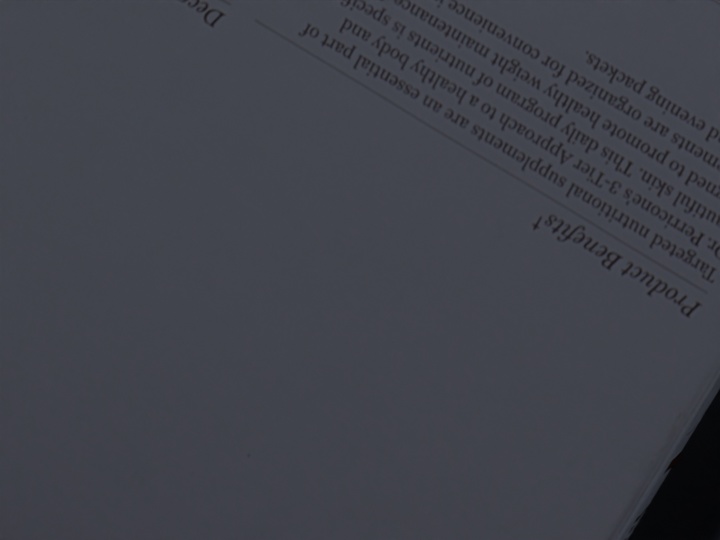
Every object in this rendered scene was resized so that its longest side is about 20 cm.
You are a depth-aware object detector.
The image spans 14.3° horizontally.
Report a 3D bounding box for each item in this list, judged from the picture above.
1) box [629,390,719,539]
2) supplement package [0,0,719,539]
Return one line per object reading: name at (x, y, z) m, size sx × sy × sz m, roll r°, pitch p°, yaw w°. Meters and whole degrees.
box at (0.008, 0.010, 0.672) m, size 0.199 × 0.123 × 0.106 m, roll 32°, pitch 9°, yaw 14°
supplement package at (-0.021, -0.023, 0.526) m, size 0.191 × 0.201 × 0.147 m, roll 31°, pitch 9°, yaw 5°
